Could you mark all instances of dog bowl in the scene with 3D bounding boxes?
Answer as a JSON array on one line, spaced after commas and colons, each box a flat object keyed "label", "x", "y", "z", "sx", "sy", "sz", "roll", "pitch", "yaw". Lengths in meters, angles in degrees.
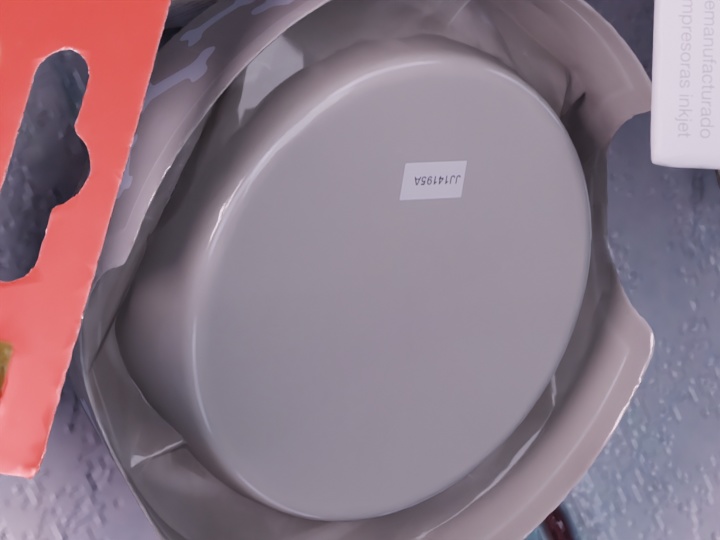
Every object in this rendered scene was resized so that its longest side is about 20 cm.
[{"label": "dog bowl", "x": 0.000, "y": 0.000, "z": 0.793, "sx": 0.199, "sy": 0.059, "sz": 0.201, "roll": -15, "pitch": 118, "yaw": -31}]

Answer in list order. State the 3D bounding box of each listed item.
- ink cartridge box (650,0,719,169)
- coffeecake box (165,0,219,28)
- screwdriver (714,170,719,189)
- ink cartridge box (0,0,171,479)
[{"label": "ink cartridge box", "x": 0.187, "y": -0.102, "z": 0.773, "sx": 0.199, "sy": 0.083, "sz": 0.146, "roll": 2, "pitch": 100, "yaw": 11}, {"label": "coffeecake box", "x": -0.071, "y": -0.150, "z": 0.797, "sx": 0.199, "sy": 0.073, "sz": 0.155, "roll": -10, "pitch": 90, "yaw": -32}, {"label": "screwdriver", "x": 0.106, "y": -0.120, "z": 0.926, "sx": 0.028, "sy": 0.029, "sz": 0.201, "roll": -15, "pitch": 87, "yaw": -32}, {"label": "ink cartridge box", "x": -0.158, "y": -0.046, "z": 0.676, "sx": 0.057, "sy": 0.199, "sz": 0.164, "roll": 47, "pitch": 54, "yaw": -64}]
